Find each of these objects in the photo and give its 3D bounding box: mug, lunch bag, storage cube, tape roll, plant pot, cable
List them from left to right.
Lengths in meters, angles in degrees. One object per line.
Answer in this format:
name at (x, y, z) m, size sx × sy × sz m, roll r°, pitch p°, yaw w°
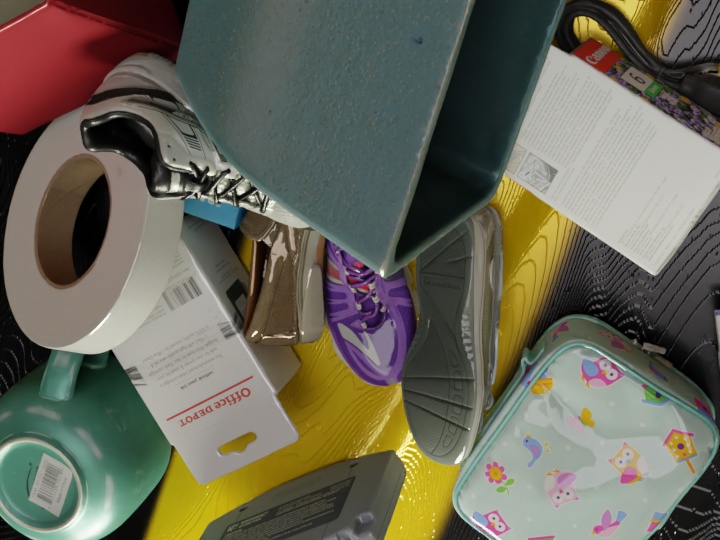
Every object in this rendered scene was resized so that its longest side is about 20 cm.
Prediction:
storage cube at (-0.258, -0.214, 0.817) m, size 0.198 × 0.179 × 0.173 m, roll -21°, pitch 83°, yaw 21°
mug at (-0.261, 0.146, 0.991) m, size 0.151 × 0.114 × 0.186 m, roll -20°, pitch 102°, yaw 20°
tape roll at (-0.213, -0.036, 0.900) m, size 0.202 × 0.037 × 0.205 m, roll -13°, pitch 71°, yaw 41°
plant pot at (-0.001, -0.149, 0.733) m, size 0.199 × 0.196 × 0.198 m, roll 27°, pitch 118°, yaw 18°
lunch bag at (0.171, 0.138, 0.893) m, size 0.160 × 0.077 × 0.201 m, roll 34°, pitch 113°, yaw 4°
cable at (0.231, -0.131, 0.821) m, size 0.199 × 0.050 × 0.098 m, roll 26°, pitch 130°, yaw 19°

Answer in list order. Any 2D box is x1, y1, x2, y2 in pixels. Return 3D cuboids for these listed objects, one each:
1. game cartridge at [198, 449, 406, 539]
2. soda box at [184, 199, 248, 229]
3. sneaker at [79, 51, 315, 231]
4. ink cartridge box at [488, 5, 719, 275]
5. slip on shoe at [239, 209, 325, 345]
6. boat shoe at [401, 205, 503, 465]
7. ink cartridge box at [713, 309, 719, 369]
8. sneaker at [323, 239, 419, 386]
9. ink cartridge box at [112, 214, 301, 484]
game cartridge at (-0.057, 0.217, 0.949) m, size 0.199 × 0.133 × 0.042 m, roll -25°, pitch 99°, yaw 22°
soda box at (-0.095, -0.141, 0.882) m, size 0.067 × 0.064 × 0.202 m, roll 19°, pitch 112°, yaw 8°
sneaker at (-0.106, -0.070, 0.802) m, size 0.199 × 0.088 × 0.076 m, roll 28°, pitch 138°, yaw 8°
ink cartridge box at (0.161, -0.099, 0.818) m, size 0.199 × 0.050 × 0.109 m, roll 36°, pitch 127°, yaw 11°
slip on shoe at (-0.063, -0.038, 0.884) m, size 0.060 × 0.076 × 0.202 m, roll -4°, pitch 112°, yaw -17°
boat shoe at (0.079, 0.051, 0.887) m, size 0.074 × 0.064 × 0.204 m, roll 10°, pitch 105°, yaw 41°
ink cartridge box at (0.327, 0.115, 0.866) m, size 0.094 × 0.037 × 0.202 m, roll -7°, pitch 108°, yaw 18°
sneaker at (0.000, 0.000, 0.884) m, size 0.080 × 0.084 × 0.202 m, roll -10°, pitch 105°, yaw 4°
ink cartridge box at (-0.133, 0.064, 0.956) m, size 0.115 × 0.067 × 0.201 m, roll -27°, pitch 99°, yaw 22°
